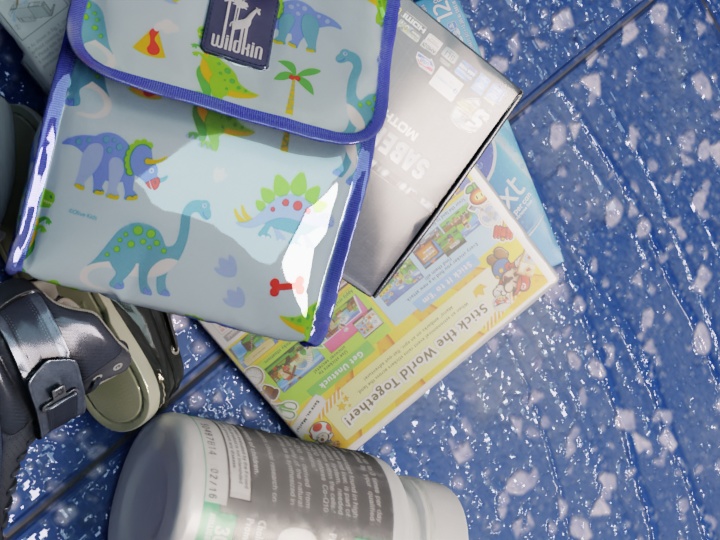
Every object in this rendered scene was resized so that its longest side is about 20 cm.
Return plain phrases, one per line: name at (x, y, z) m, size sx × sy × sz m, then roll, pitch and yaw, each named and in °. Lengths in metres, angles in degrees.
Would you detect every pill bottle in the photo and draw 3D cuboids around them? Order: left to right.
pill bottle at (-0.041, 0.159, 0.853) m, size 0.200 × 0.113 × 0.113 m, roll 15°, pitch 78°, yaw -28°

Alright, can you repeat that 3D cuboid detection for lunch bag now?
lunch bag at (-0.080, -0.077, 0.735) m, size 0.170 × 0.127 × 0.200 m, roll 15°, pitch 90°, yaw -15°

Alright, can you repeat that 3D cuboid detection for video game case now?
video game case at (0.000, 0.000, 0.900) m, size 0.200 × 0.023 × 0.182 m, roll -39°, pitch 107°, yaw -2°

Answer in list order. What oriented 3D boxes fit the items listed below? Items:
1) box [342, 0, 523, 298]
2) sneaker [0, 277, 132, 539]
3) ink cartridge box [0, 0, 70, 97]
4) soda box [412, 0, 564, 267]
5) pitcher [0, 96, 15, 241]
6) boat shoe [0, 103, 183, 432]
box at (-0.026, -0.102, 0.830) m, size 0.200 × 0.051 × 0.158 m, roll 36°, pitch 93°, yaw -20°
sneaker at (-0.187, 0.096, 0.759) m, size 0.146 × 0.077 × 0.203 m, roll -34°, pitch 139°, yaw -34°
ink cartridge box at (-0.123, -0.184, 0.839) m, size 0.200 × 0.044 × 0.174 m, roll -39°, pitch 104°, yaw -6°
soda box at (0.066, -0.087, 0.954) m, size 0.064 × 0.068 × 0.200 m, roll -25°, pitch 99°, yaw -5°
pitcher at (-0.248, -0.006, 0.756) m, size 0.172 × 0.121 × 0.200 m, roll 30°, pitch 81°, yaw -47°
boat shoe at (-0.157, -0.007, 0.829) m, size 0.066 × 0.074 × 0.200 m, roll -28°, pitch 91°, yaw -58°
